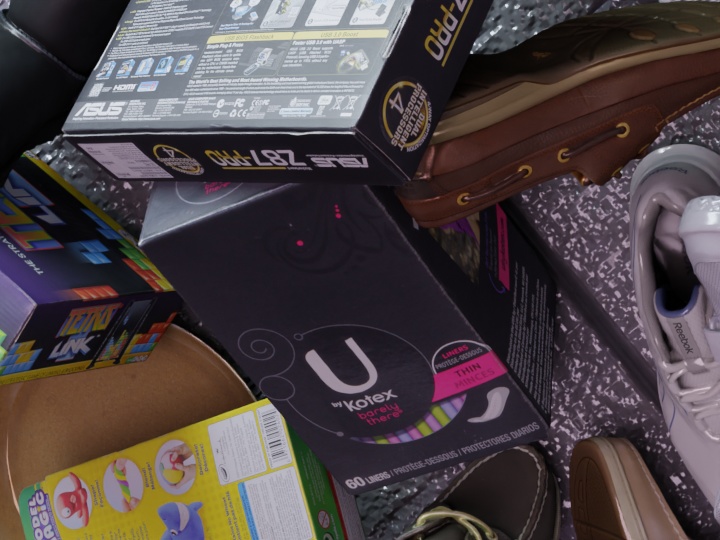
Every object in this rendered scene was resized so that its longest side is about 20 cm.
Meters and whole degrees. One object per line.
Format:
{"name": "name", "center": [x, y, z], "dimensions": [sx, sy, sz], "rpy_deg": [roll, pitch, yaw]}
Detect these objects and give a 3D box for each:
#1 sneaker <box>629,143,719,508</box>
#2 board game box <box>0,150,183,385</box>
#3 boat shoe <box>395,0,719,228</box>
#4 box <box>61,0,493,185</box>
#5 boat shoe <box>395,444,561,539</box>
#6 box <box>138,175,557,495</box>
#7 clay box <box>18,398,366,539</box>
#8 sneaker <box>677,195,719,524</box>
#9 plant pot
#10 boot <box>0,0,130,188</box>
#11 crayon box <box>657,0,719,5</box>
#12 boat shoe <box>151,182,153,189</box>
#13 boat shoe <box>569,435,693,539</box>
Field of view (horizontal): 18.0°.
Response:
{"name": "sneaker", "center": [0.169, 0.040, 1.131], "dimensions": [0.074, 0.087, 0.200], "rpy_deg": [-16, 97, 22]}
{"name": "board game box", "center": [-0.209, -0.026, 1.196], "dimensions": [0.200, 0.165, 0.057], "rpy_deg": [39, 105, 16]}
{"name": "boat shoe", "center": [0.102, -0.075, 1.052], "dimensions": [0.200, 0.072, 0.068], "rpy_deg": [-18, 113, -14]}
{"name": "box", "center": [-0.031, -0.117, 1.048], "dimensions": [0.200, 0.049, 0.161], "rpy_deg": [2, 61, 44]}
{"name": "boat shoe", "center": [0.044, 0.158, 1.148], "dimensions": [0.072, 0.202, 0.060], "rpy_deg": [19, 144, 24]}
{"name": "box", "center": [0.000, 0.000, 1.123], "dimensions": [0.122, 0.106, 0.200], "rpy_deg": [-21, 127, 25]}
{"name": "clay box", "center": [-0.092, 0.145, 1.218], "dimensions": [0.200, 0.048, 0.115], "rpy_deg": [-21, 80, 35]}
{"name": "sneaker", "center": [0.200, 0.056, 1.059], "dimensions": [0.075, 0.115, 0.200], "rpy_deg": [0, 147, 41]}
{"name": "plant pot", "center": [-0.131, 0.115, 1.291], "dimensions": [0.200, 0.027, 0.200], "rpy_deg": [4, 104, 18]}
{"name": "boot", "center": [-0.160, -0.129, 1.159], "dimensions": [0.073, 0.198, 0.163], "rpy_deg": [38, 119, 5]}
{"name": "crayon box", "center": [0.221, -0.199, 1.076], "dimensions": [0.200, 0.051, 0.127], "rpy_deg": [-22, 94, 24]}
{"name": "boat shoe", "center": [-0.030, -0.063, 1.190], "dimensions": [0.200, 0.067, 0.074], "rpy_deg": [-17, 96, 23]}
{"name": "boat shoe", "center": [0.169, 0.171, 1.178], "dimensions": [0.065, 0.072, 0.200], "rpy_deg": [-25, 93, -16]}
